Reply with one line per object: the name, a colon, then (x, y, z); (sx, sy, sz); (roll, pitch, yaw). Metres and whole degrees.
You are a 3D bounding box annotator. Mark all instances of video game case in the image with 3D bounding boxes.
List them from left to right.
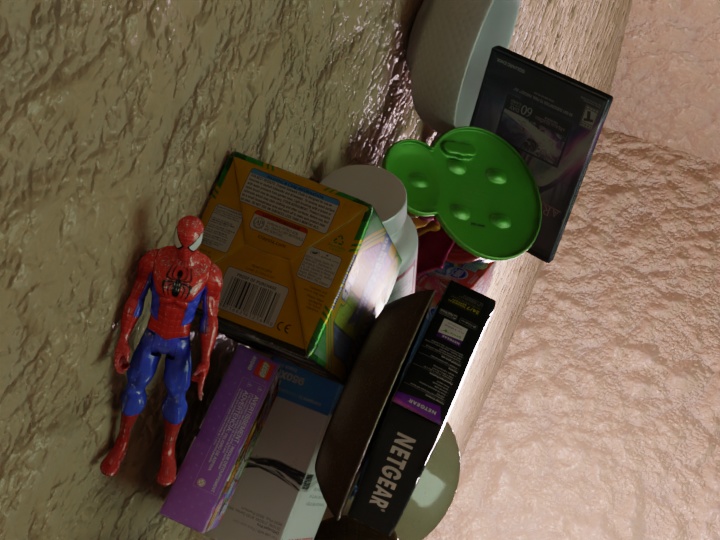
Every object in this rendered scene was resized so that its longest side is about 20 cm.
video game case: (0.179, -0.125, 1.076); (0.019, 0.142, 0.201); (-28, 140, -48)

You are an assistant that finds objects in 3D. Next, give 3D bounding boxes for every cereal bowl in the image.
cereal bowl: (0.106, -0.249, 1.075); (0.201, 0.083, 0.201); (-59, 164, -30)

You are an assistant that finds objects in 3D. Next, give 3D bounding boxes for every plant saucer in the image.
plant saucer: (0.007, 0.102, 0.798); (0.200, 0.036, 0.201); (23, 90, -84)

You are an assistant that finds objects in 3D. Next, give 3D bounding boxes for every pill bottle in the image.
pill bottle: (0.000, 0.000, 0.970); (0.201, 0.112, 0.112); (91, 24, -45)

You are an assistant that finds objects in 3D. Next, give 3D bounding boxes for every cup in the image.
cup: (0.000, 0.219, 1.171); (0.143, 0.199, 0.201); (44, 65, -49)

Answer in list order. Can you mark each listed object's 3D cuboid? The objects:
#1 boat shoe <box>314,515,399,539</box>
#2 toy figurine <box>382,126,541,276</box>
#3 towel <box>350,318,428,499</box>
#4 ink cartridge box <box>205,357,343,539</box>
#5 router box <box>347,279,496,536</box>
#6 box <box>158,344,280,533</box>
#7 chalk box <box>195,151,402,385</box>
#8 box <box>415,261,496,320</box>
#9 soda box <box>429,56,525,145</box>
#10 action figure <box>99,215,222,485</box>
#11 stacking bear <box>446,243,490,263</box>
boat shoe: (-0.036, 0.335, 1.130); (0.072, 0.199, 0.072); (46, 31, -45)
toy figurine: (0.064, -0.056, 1.080); (0.184, 0.199, 0.151); (-33, -125, 53)
towel: (0.024, 0.141, 1.051); (0.200, 0.048, 0.112); (-56, 158, -48)
ink cartridge box: (-0.071, 0.197, 1.029); (0.145, 0.084, 0.201); (54, 56, -72)
router box: (0.054, 0.128, 0.893); (0.201, 0.051, 0.149); (106, 11, -47)
box: (-0.112, 0.145, 0.821); (0.200, 0.039, 0.137); (111, 3, -76)
chalk box: (-0.048, 0.010, 0.799); (0.200, 0.124, 0.124); (55, 57, -73)
box: (0.093, 0.034, 1.231); (0.200, 0.099, 0.096); (-37, 145, -64)
soda box: (0.160, -0.177, 1.222); (0.200, 0.068, 0.064); (-35, -159, 56)
action figure: (-0.133, 0.055, 0.671); (0.052, 0.065, 0.201); (-88, -168, -69)
stacking bear: (0.163, -0.066, 1.249); (0.114, 0.121, 0.200); (-58, 158, 18)
